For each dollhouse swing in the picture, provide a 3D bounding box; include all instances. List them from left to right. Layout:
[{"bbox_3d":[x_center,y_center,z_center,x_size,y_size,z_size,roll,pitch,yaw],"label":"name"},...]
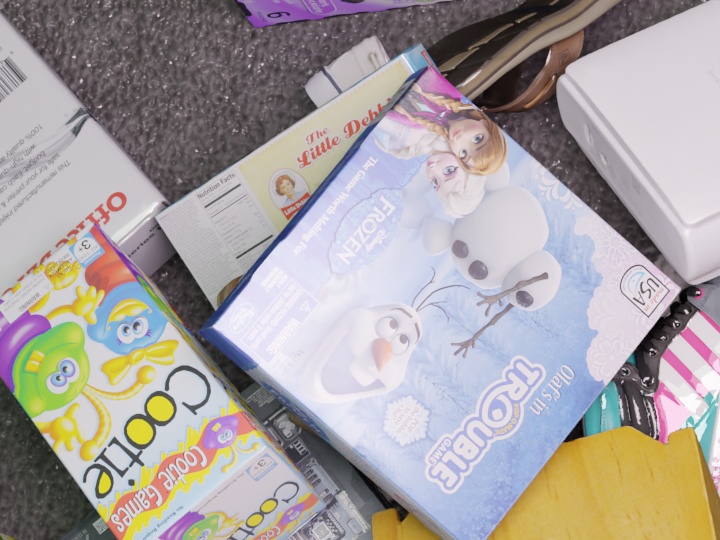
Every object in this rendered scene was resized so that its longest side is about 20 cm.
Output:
[{"bbox_3d":[0.134,0.226,1.549,0.200,0.176,0.182,-18,44,13],"label":"dollhouse swing"}]

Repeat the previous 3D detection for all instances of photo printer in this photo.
[{"bbox_3d":[0.241,-0.094,1.584,0.200,0.070,0.167,-24,50,-11],"label":"photo printer"}]

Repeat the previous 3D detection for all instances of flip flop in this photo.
[{"bbox_3d":[0.104,-0.132,1.643,0.200,0.081,0.058,-33,112,-26],"label":"flip flop"}]

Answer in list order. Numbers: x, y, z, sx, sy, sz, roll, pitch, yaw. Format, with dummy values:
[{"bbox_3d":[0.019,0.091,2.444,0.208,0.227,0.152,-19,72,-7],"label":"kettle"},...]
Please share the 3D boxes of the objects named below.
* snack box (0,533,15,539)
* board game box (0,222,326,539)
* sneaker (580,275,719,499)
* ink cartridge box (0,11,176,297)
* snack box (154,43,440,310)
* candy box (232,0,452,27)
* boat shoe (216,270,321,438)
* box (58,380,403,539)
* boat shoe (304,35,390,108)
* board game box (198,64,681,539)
[{"bbox_3d":[-0.203,0.243,1.583,0.068,0.169,0.200,-41,70,1],"label":"snack box"},{"bbox_3d":[-0.129,0.087,1.588,0.105,0.103,0.200,-40,59,-1],"label":"board game box"},{"bbox_3d":[0.174,0.048,1.595,0.120,0.084,0.200,9,79,5],"label":"sneaker"},{"bbox_3d":[-0.226,-0.053,1.708,0.147,0.083,0.200,-41,70,0],"label":"ink cartridge box"},{"bbox_3d":[-0.015,-0.036,1.604,0.200,0.037,0.116,-31,93,26],"label":"snack box"},{"bbox_3d":[0.006,-0.221,1.653,0.200,0.168,0.072,-6,75,12],"label":"candy box"},{"bbox_3d":[-0.009,0.066,1.594,0.068,0.200,0.075,-14,36,35],"label":"boat shoe"},{"bbox_3d":[-0.078,0.182,1.632,0.200,0.051,0.158,-40,71,0],"label":"box"},{"bbox_3d":[0.047,-0.065,1.659,0.066,0.072,0.200,-41,63,5],"label":"boat shoe"},{"bbox_3d":[0.047,0.023,1.513,0.199,0.043,0.200,41,77,-8],"label":"board game box"}]
